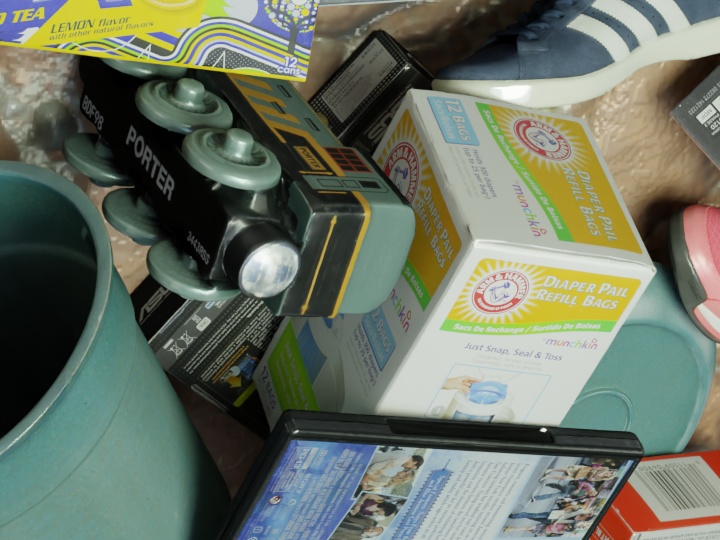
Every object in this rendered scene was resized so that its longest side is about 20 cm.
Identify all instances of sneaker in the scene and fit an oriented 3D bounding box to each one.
[{"bbox_3d":[0.242,0.005,1.536,0.087,0.074,0.200,-28,141,33],"label":"sneaker"},{"bbox_3d":[0.114,-0.136,1.412,0.199,0.075,0.085,-21,107,-32],"label":"sneaker"}]

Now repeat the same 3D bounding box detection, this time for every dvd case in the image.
[{"bbox_3d":[0.024,0.125,1.364,0.199,0.018,0.143,6,130,-30],"label":"dvd case"}]

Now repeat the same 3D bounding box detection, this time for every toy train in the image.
[{"bbox_3d":[-0.059,-0.048,1.315,0.113,0.200,0.086,3,119,-32],"label":"toy train"}]

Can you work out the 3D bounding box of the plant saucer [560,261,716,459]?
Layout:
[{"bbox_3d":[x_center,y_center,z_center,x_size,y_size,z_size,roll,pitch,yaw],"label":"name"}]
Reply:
[{"bbox_3d":[0.115,0.083,1.541,0.199,0.027,0.201,-20,135,-22],"label":"plant saucer"}]

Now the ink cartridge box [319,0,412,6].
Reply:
[{"bbox_3d":[0.000,-0.217,1.307,0.199,0.047,0.199,-4,120,-1],"label":"ink cartridge box"}]

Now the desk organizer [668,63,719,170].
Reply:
[{"bbox_3d":[0.263,-0.120,1.478,0.200,0.072,0.077,-44,161,11],"label":"desk organizer"}]

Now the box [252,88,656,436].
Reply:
[{"bbox_3d":[0.041,0.026,1.371,0.101,0.113,0.200,8,131,-27],"label":"box"}]

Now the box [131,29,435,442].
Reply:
[{"bbox_3d":[0.000,0.000,1.461,0.200,0.044,0.160,-47,126,8],"label":"box"}]

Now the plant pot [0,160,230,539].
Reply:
[{"bbox_3d":[-0.165,0.086,1.361,0.200,0.200,0.196,-34,134,-2],"label":"plant pot"}]

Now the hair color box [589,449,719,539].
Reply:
[{"bbox_3d":[0.144,0.199,1.599,0.110,0.064,0.201,-3,129,-34],"label":"hair color box"}]

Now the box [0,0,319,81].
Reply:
[{"bbox_3d":[-0.118,-0.140,1.284,0.199,0.064,0.070,7,121,-8],"label":"box"}]
